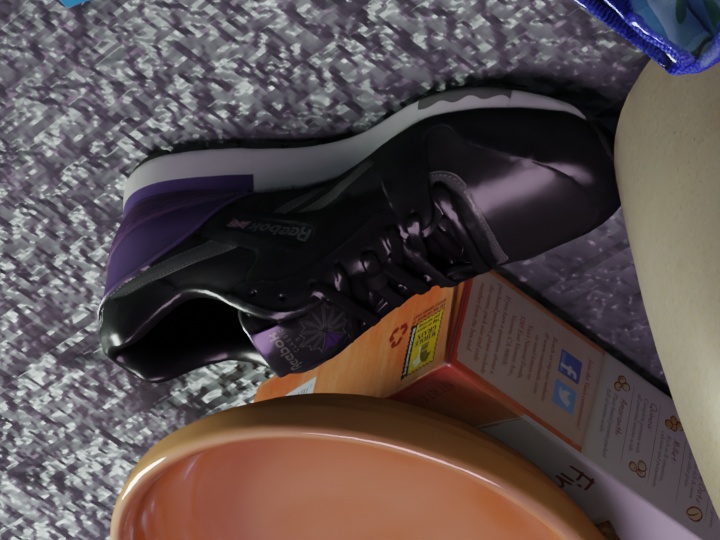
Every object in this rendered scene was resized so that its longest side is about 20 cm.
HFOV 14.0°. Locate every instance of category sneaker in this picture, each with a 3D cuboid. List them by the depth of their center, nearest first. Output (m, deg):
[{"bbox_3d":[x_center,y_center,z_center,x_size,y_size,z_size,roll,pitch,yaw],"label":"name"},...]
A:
[{"bbox_3d":[0.000,0.000,1.026,0.199,0.088,0.076,-11,134,27],"label":"sneaker"}]

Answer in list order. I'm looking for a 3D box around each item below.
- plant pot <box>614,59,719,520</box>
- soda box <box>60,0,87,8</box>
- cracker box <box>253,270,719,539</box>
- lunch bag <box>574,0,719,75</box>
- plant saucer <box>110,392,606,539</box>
[{"bbox_3d":[0.173,0.036,0.907,0.186,0.201,0.188,2,140,1],"label":"plant pot"},{"bbox_3d":[-0.114,-0.174,0.875,0.068,0.064,0.200,-15,132,32],"label":"soda box"},{"bbox_3d":[0.068,0.091,1.138,0.200,0.058,0.134,34,137,-23],"label":"cracker box"},{"bbox_3d":[0.078,-0.158,0.689,0.200,0.170,0.127,56,143,4],"label":"lunch bag"},{"bbox_3d":[0.006,0.109,1.104,0.199,0.038,0.201,10,142,8],"label":"plant saucer"}]
